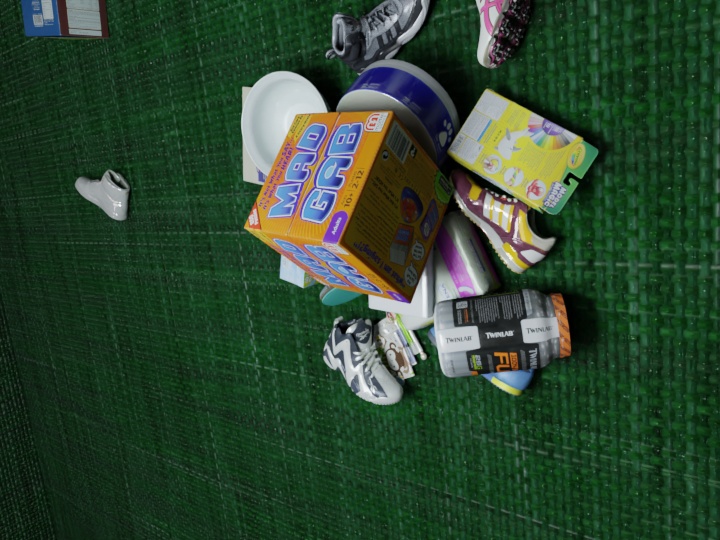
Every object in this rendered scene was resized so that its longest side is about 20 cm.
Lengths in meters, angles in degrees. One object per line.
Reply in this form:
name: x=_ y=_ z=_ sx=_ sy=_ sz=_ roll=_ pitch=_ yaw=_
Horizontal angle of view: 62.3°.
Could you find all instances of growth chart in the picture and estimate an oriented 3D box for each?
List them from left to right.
growth chart: x=0.051 y=0.169 z=1.197 sx=0.200 sy=0.018 sz=0.146 roll=-43 pitch=75 yaw=39

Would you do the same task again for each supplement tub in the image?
supplement tub: x=0.220 y=0.096 z=0.934 sx=0.196 sy=0.123 sz=0.125 roll=-9 pitch=98 yaw=14

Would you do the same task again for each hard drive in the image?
hard drive: x=0.068 y=-0.028 z=1.035 sx=0.130 sy=0.026 sz=0.205 roll=8 pitch=104 yaw=40

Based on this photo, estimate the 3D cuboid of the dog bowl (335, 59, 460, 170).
dog bowl: x=0.059 y=-0.232 z=0.973 sx=0.198 sy=0.079 sz=0.201 roll=28 pitch=152 yaw=16

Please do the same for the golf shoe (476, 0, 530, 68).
golf shoe: x=0.204 y=-0.404 z=0.877 sx=0.091 sy=0.072 sz=0.204 roll=25 pitch=108 yaw=38

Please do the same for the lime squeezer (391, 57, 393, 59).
lime squeezer: x=0.090 y=-0.271 z=1.036 sx=0.070 sy=0.038 sz=0.201 roll=-38 pitch=75 yaw=7

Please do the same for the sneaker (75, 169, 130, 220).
sneaker: x=-0.723 y=-0.243 z=1.686 sx=0.198 sy=0.073 sz=0.117 roll=33 pitch=120 yaw=17

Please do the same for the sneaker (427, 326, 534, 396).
sneaker: x=0.210 y=0.134 z=1.032 sx=0.198 sy=0.065 sz=0.080 roll=29 pitch=104 yaw=31

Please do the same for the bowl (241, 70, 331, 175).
bowl: x=-0.126 y=-0.279 z=1.155 sx=0.197 sy=0.090 sz=0.205 roll=8 pitch=109 yaw=24

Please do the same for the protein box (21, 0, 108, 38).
protein box: x=-0.774 y=-0.713 z=1.546 sx=0.196 sy=0.134 sz=0.204 roll=15 pitch=112 yaw=36

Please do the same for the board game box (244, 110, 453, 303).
board game box: x=-0.012 y=-0.096 z=0.907 sx=0.197 sy=0.200 sz=0.203 roll=11 pitch=72 yaw=40

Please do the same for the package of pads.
package of pads: x=0.133 y=0.006 z=1.050 sx=0.199 sy=0.068 sz=0.157 roll=-29 pitch=82 yaw=41

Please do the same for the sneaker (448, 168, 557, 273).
sneaker: x=0.226 y=-0.098 z=0.948 sx=0.090 sy=0.075 sz=0.201 roll=-42 pitch=81 yaw=30

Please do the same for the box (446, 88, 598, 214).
box: x=0.243 y=-0.176 z=0.897 sx=0.199 sy=0.048 sz=0.118 roll=38 pitch=99 yaw=27

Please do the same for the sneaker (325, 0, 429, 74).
sneaker: x=0.024 y=-0.407 z=0.984 sx=0.200 sy=0.112 sz=0.077 roll=-41 pitch=62 yaw=40

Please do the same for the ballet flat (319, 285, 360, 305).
ballet flat: x=0.000 y=0.000 z=1.050 sx=0.198 sy=0.074 sz=0.075 roll=-27 pitch=85 yaw=39

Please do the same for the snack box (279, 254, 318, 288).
snack box: x=-0.055 y=-0.077 z=1.092 sx=0.067 sy=0.198 sz=0.172 roll=20 pitch=113 yaw=34

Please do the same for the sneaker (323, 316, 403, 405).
sneaker: x=0.010 y=0.163 z=1.163 sx=0.198 sy=0.079 sz=0.132 roll=38 pitch=134 yaw=36

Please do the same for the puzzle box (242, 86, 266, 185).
puzzle box: x=-0.199 y=-0.282 z=1.268 sx=0.131 sy=0.025 sz=0.204 roll=17 pitch=113 yaw=34
